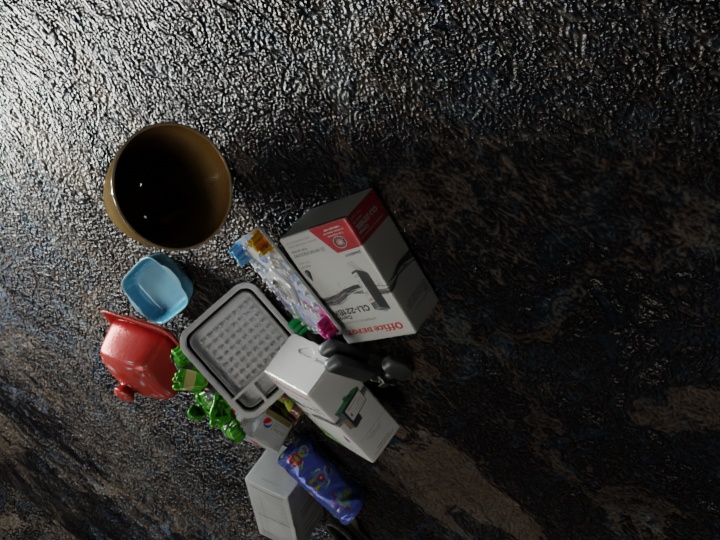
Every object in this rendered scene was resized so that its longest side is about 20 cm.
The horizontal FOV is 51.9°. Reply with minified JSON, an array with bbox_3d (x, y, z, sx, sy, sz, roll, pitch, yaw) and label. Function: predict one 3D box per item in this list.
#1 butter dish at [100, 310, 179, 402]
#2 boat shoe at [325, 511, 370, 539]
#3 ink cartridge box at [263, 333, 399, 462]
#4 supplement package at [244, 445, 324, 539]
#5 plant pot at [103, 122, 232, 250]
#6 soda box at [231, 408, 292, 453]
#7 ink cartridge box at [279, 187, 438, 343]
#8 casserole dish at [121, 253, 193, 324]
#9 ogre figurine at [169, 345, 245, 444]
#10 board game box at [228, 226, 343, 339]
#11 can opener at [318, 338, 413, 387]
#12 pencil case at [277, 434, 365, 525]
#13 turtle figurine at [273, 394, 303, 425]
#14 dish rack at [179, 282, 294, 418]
[{"bbox_3d":[-0.446,0.197,1.505,0.198,0.149,0.200,13,149,27],"label":"butter dish"},{"bbox_3d":[-0.024,0.596,1.617,0.071,0.066,0.202,-6,121,39],"label":"boat shoe"},{"bbox_3d":[-0.048,0.211,1.233,0.145,0.085,0.200,15,150,52],"label":"ink cartridge box"},{"bbox_3d":[-0.160,0.489,1.593,0.113,0.110,0.202,16,133,25],"label":"supplement package"},{"bbox_3d":[-0.325,-0.119,1.163,0.199,0.186,0.187,-4,124,56],"label":"plant pot"},{"bbox_3d":[-0.212,0.301,1.455,0.068,0.064,0.199,36,161,-24],"label":"soda box"},{"bbox_3d":[0.000,0.000,1.071,0.143,0.084,0.201,-14,117,44],"label":"ink cartridge box"},{"bbox_3d":[-0.387,0.032,1.423,0.121,0.039,0.199,48,139,-9],"label":"casserole dish"},{"bbox_3d":[-0.278,0.238,1.372,0.199,0.099,0.120,31,162,7],"label":"ogre figurine"},{"bbox_3d":[-0.125,0.028,1.167,0.201,0.026,0.200,52,162,-9],"label":"board game box"},{"bbox_3d":[0.009,0.140,1.146,0.066,0.199,0.053,-37,59,21],"label":"can opener"},{"bbox_3d":[-0.074,0.416,1.491,0.200,0.087,0.078,45,169,-5],"label":"pencil case"},{"bbox_3d":[-0.173,0.222,1.407,0.161,0.064,0.201,35,138,6],"label":"turtle figurine"},{"bbox_3d":[-0.199,0.138,1.305,0.200,0.171,0.044,50,175,-12],"label":"dish rack"}]
